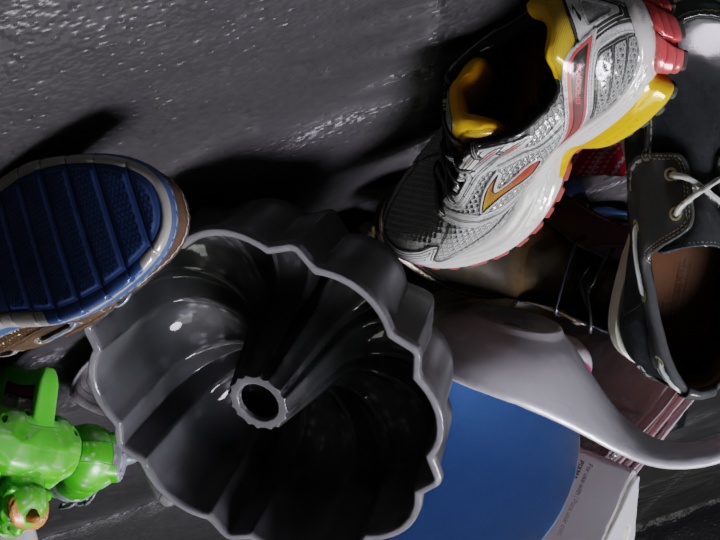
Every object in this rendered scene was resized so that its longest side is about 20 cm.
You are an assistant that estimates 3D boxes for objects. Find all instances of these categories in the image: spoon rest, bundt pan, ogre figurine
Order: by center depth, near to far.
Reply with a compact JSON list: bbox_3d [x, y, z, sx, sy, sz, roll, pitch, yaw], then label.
[{"bbox_3d":[-0.038,0.047,0.875,0.201,0.202,0.076,-32,-166,38],"label":"bundt pan"},{"bbox_3d":[0.124,0.065,0.924,0.198,0.061,0.099,13,-168,13],"label":"spoon rest"},{"bbox_3d":[-0.223,0.109,1.001,0.119,0.099,0.200,-17,136,42],"label":"ogre figurine"}]

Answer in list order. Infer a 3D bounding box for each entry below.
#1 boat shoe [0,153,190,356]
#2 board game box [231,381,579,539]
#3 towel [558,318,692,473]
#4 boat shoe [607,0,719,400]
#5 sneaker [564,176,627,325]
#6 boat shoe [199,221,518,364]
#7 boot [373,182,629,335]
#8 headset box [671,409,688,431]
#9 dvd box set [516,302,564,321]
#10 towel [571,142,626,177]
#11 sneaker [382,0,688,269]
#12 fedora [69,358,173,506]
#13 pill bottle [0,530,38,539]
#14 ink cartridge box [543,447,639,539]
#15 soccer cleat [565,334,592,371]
[{"bbox_3d":[-0.145,-0.005,0.783,0.199,0.073,0.072,-19,171,35],"label":"boat shoe"},{"bbox_3d":[0.023,0.102,0.973,0.158,0.200,0.039,-42,157,-23],"label":"board game box"},{"bbox_3d":[0.154,0.077,1.161,0.191,0.032,0.199,-46,-158,-28],"label":"towel"},{"bbox_3d":[0.166,-0.035,0.827,0.071,0.202,0.068,-3,-159,-10],"label":"boat shoe"},{"bbox_3d":[0.143,0.000,1.063,0.070,0.083,0.199,-23,163,19],"label":"sneaker"},{"bbox_3d":[0.000,0.000,0.962,0.198,0.072,0.072,-8,138,-10],"label":"boat shoe"},{"bbox_3d":[0.111,-0.009,0.913,0.198,0.075,0.097,13,-178,-21],"label":"boot"},{"bbox_3d":[0.175,0.097,1.382,0.173,0.093,0.200,-20,163,3],"label":"headset box"},{"bbox_3d":[0.043,0.049,1.201,0.199,0.030,0.146,-28,160,28],"label":"dvd box set"},{"bbox_3d":[0.189,-0.088,0.949,0.199,0.023,0.144,-2,155,-44],"label":"towel"},{"bbox_3d":[0.062,-0.070,0.800,0.082,0.078,0.200,2,146,-34],"label":"sneaker"},{"bbox_3d":[-0.090,0.095,1.064,0.175,0.091,0.200,-11,167,-10],"label":"fedora"},{"bbox_3d":[-0.320,0.201,1.141,0.198,0.113,0.112,-14,163,-15],"label":"pill bottle"},{"bbox_3d":[0.066,0.149,1.053,0.199,0.084,0.145,20,155,17],"label":"ink cartridge box"},{"bbox_3d":[0.085,0.057,1.074,0.069,0.087,0.200,13,157,-17],"label":"soccer cleat"}]
